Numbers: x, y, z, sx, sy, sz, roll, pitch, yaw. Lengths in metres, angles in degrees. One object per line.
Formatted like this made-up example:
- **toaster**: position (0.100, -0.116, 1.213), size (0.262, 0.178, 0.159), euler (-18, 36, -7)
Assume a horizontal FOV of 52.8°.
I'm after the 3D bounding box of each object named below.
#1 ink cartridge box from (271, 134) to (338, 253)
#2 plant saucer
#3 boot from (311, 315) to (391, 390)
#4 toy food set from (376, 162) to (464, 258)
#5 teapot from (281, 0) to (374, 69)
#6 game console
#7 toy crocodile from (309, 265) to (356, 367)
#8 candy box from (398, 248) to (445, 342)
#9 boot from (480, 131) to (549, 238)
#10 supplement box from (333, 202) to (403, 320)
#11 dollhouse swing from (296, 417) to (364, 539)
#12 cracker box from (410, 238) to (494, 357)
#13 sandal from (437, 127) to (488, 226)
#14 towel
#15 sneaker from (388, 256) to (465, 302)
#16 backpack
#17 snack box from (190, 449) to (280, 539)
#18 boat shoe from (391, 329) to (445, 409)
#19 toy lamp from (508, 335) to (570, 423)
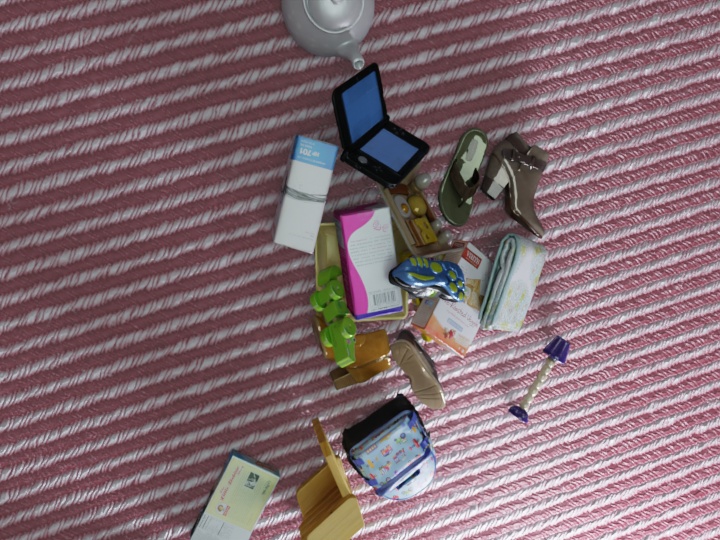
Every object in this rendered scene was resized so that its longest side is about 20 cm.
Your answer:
- **ink cartridge box**: position (-0.110, -0.150, 1.397), size (0.084, 0.146, 0.206), euler (14, 96, -11)
- **plant saucer**: position (0.000, 0.000, 1.496), size (0.194, 0.048, 0.206), euler (-2, 99, -11)
- **boot**: position (-0.014, 0.147, 1.493), size (0.141, 0.071, 0.205), euler (-24, 125, -8)
- **toy food set**: position (0.123, -0.120, 1.426), size (0.060, 0.142, 0.204), euler (-34, 77, 34)
- **teapot**: position (-0.057, -0.504, 1.351), size (0.196, 0.146, 0.202), euler (22, 94, -13)
- **game console**: position (0.043, -0.275, 1.367), size (0.173, 0.200, 0.118), euler (31, 130, 9)
- **toy crocodile**: position (-0.046, 0.086, 1.405), size (0.061, 0.067, 0.205), euler (9, 56, -47)
- **candy box**: position (0.148, 0.036, 1.516), size (0.101, 0.026, 0.205), euler (-29, 113, -28)
- **boot**: position (0.349, -0.185, 1.527), size (0.198, 0.070, 0.148), euler (37, 88, -15)
- **supplement box**: position (0.014, -0.022, 1.419), size (0.098, 0.103, 0.206), euler (-10, 102, -9)
- **dollhouse swing**: position (-0.096, 0.440, 1.470), size (0.181, 0.200, 0.177), euler (-39, 105, -2)
- **cracker box**: position (0.204, 0.057, 1.507), size (0.133, 0.057, 0.204), euler (33, 80, -33)
- **sandal**: position (0.215, -0.194, 1.502), size (0.078, 0.057, 0.207), euler (13, 97, -13)
- **towel**: position (0.318, 0.031, 1.523), size (0.170, 0.047, 0.205), euler (10, 100, -57)
- **sneaker**: position (0.132, 0.019, 1.394), size (0.196, 0.082, 0.073), euler (15, 69, -40)
- **backpack**: position (0.077, 0.399, 1.535), size (0.180, 0.135, 0.203), euler (-31, 107, -4)
- **snack box**: position (-0.264, 0.493, 1.529), size (0.114, 0.037, 0.204), euler (27, 93, -15)
- **boat shoe**: position (0.132, 0.211, 1.548), size (0.071, 0.065, 0.202), euler (-15, 122, 36)
- **toy lamp**: position (0.402, 0.240, 1.614), size (0.057, 0.058, 0.203), euler (28, 93, -14)
